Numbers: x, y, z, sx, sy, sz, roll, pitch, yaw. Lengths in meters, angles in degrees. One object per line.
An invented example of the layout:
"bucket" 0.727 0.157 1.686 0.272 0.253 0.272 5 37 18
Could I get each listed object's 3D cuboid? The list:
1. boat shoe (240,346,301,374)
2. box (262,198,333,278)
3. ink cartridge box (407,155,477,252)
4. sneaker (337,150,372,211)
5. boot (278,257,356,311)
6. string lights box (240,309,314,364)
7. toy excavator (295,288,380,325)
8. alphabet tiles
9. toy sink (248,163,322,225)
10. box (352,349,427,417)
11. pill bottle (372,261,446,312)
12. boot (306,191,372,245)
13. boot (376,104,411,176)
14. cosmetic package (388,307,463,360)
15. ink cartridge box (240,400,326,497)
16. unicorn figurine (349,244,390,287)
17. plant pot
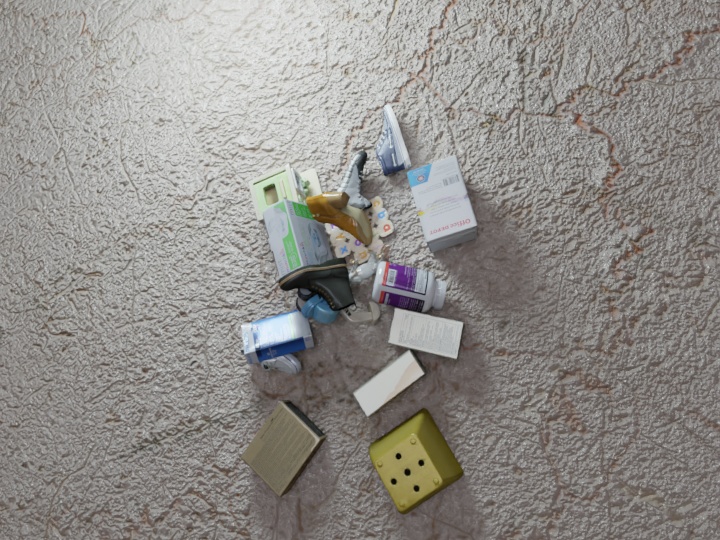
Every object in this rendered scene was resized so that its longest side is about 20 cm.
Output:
"boat shoe" -0.265 0.264 1.547 0.195 0.075 0.067 20 44 26
"box" -0.177 -0.083 1.526 0.095 0.175 0.206 -23 75 26
"ink cartridge box" 0.229 -0.178 1.465 0.142 0.146 0.206 -16 78 10
"sneaker" -0.001 -0.240 1.560 0.114 0.075 0.204 30 99 11
"boot" -0.112 0.058 1.424 0.194 0.078 0.142 -17 78 -10
"string lights box" -0.239 0.187 1.519 0.194 0.060 0.104 -14 49 -6
"toy excavator" -0.065 0.104 1.506 0.192 0.101 0.202 -30 71 -27
"alphabet tiles" -0.004 -0.128 1.582 0.191 0.015 0.205 -26 76 9
"toy sink" -0.222 -0.232 1.600 0.194 0.112 0.134 -19 78 10
"box" 0.083 0.309 1.452 0.198 0.095 0.079 -38 75 7
"pill bottle" 0.134 0.049 1.460 0.193 0.113 0.116 13 84 1
"boot" -0.061 -0.148 1.534 0.141 0.203 0.072 -3 47 38
"boot" 0.079 -0.388 1.571 0.088 0.073 0.206 -18 78 4
"cosmetic package" 0.182 0.174 1.460 0.194 0.071 0.109 13 85 15
"ink cartridge box" -0.217 0.502 1.503 0.163 0.075 0.202 38 92 17
"unicorn figurine" 0.000 0.000 1.515 0.194 0.138 0.076 -15 67 -4
"plant pot" 0.132 0.503 1.366 0.197 0.176 0.203 -34 75 6
